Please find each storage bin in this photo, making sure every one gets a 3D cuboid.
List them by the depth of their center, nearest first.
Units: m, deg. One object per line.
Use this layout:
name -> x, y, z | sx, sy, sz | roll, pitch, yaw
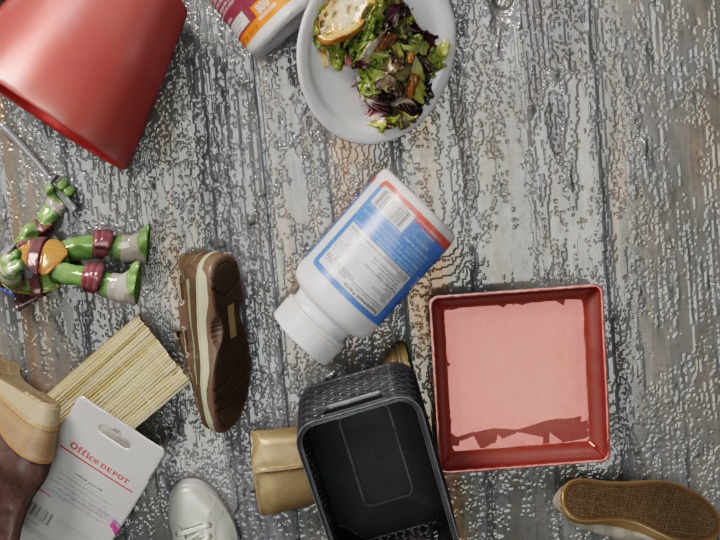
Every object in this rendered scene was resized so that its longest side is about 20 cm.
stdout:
storage bin -> 0.018, 0.217, 1.134 | 0.133, 0.094, 0.204 | -16, 107, 3

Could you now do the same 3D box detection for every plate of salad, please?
plate of salad -> 0.025, -0.231, 1.128 | 0.197, 0.048, 0.204 | -12, 114, -28

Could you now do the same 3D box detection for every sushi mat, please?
sushi mat -> -0.286, 0.144, 1.194 | 0.199, 0.012, 0.096 | -39, 95, 17

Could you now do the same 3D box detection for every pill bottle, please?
pill bottle -> -0.131, -0.338, 1.119 | 0.114, 0.114, 0.201 | -39, 95, 3
pill bottle -> 0.000, 0.000, 1.158 | 0.112, 0.112, 0.200 | 42, 95, -4

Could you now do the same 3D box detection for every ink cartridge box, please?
ink cartridge box -> -0.296, 0.228, 1.176 | 0.114, 0.068, 0.201 | 33, 109, -4

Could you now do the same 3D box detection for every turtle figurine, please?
turtle figurine -> -0.324, -0.041, 1.134 | 0.190, 0.144, 0.204 | 7, 99, -5

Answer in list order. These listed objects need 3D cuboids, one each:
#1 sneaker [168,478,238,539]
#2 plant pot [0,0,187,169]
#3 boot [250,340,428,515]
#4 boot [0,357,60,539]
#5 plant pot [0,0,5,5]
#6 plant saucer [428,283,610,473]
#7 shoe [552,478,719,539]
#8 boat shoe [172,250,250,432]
sneaker -> -0.170, 0.337, 1.204 | 0.071, 0.085, 0.204 | -17, 94, 3
plant pot -> -0.282, -0.233, 1.100 | 0.198, 0.200, 0.179 | 32, 86, -4
boot -> -0.029, 0.179, 1.199 | 0.196, 0.066, 0.179 | -7, 96, 1
boot -> -0.405, 0.189, 1.150 | 0.198, 0.072, 0.169 | 24, 96, 38
plant pot -> -0.423, -0.341, 1.081 | 0.196, 0.184, 0.205 | 0, 96, -1
plant saucer -> 0.179, 0.120, 1.210 | 0.195, 0.037, 0.204 | -4, 96, -1
shoe -> 0.315, 0.276, 1.224 | 0.196, 0.054, 0.071 | 12, 63, -6
boat shoe -> -0.171, 0.077, 1.194 | 0.074, 0.074, 0.207 | 9, 104, 32
